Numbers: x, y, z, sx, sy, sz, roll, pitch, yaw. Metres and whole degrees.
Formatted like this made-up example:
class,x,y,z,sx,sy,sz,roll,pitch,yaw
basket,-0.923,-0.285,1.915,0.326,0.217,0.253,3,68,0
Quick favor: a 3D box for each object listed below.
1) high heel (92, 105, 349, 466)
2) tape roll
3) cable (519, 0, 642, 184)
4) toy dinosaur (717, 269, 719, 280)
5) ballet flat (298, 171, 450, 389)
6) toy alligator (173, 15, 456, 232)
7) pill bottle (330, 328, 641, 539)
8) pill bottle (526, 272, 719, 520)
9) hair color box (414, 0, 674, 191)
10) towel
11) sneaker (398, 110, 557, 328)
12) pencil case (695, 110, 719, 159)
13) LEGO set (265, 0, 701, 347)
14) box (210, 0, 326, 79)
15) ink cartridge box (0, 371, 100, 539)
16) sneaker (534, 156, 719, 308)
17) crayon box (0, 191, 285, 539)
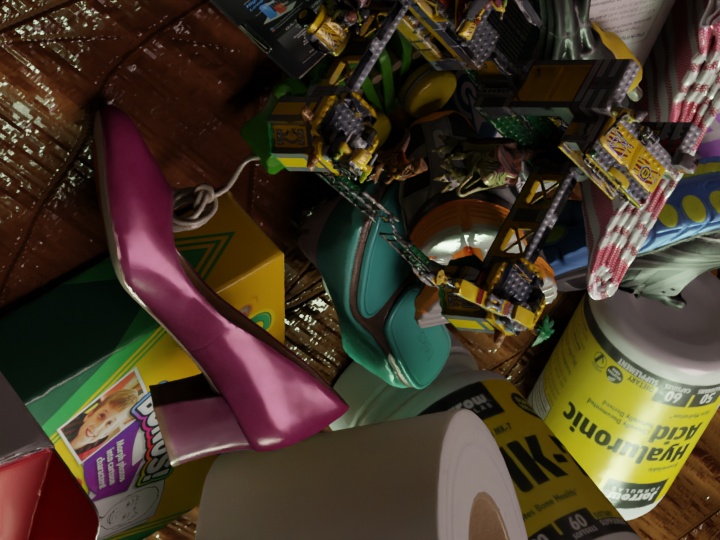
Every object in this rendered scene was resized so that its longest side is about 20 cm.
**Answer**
class,x,y,z,sx,sy,sz,roll,pitch,yaw
high heel,-0.072,0.001,1.493,0.096,0.067,0.201,-15,120,-3
tape roll,0.009,0.184,1.632,0.139,0.204,0.203,-11,157,16
cable,0.097,-0.119,1.518,0.097,0.050,0.200,-38,142,-14
toy dinosaur,0.263,-0.041,1.881,0.136,0.086,0.200,-56,162,7
ballet flat,0.000,0.000,1.655,0.067,0.070,0.200,-53,155,-20
toy alligator,-0.020,-0.088,1.514,0.200,0.059,0.054,-33,152,-14
pill bottle,0.072,0.133,1.800,0.114,0.200,0.114,-30,152,-18
pill bottle,0.166,0.092,1.956,0.111,0.111,0.200,-16,144,-39
hair color box,0.105,-0.128,1.607,0.100,0.061,0.200,-15,144,-35
towel,0.159,-0.101,1.656,0.030,0.147,0.200,16,129,-12
sneaker,0.058,-0.023,1.583,0.078,0.078,0.200,-13,163,-1
pencil case,0.214,-0.129,1.719,0.084,0.085,0.200,-26,149,-39
LEGO set,0.066,-0.061,1.405,0.200,0.116,0.154,51,64,-28
box,-0.005,-0.200,1.379,0.200,0.050,0.198,-42,152,5
ink cartridge box,-0.218,0.129,1.458,0.084,0.176,0.200,-21,146,-33
sneaker,0.150,-0.006,1.750,0.199,0.071,0.083,-14,130,26
crayon box,-0.124,0.072,1.618,0.172,0.058,0.200,-30,151,-20
